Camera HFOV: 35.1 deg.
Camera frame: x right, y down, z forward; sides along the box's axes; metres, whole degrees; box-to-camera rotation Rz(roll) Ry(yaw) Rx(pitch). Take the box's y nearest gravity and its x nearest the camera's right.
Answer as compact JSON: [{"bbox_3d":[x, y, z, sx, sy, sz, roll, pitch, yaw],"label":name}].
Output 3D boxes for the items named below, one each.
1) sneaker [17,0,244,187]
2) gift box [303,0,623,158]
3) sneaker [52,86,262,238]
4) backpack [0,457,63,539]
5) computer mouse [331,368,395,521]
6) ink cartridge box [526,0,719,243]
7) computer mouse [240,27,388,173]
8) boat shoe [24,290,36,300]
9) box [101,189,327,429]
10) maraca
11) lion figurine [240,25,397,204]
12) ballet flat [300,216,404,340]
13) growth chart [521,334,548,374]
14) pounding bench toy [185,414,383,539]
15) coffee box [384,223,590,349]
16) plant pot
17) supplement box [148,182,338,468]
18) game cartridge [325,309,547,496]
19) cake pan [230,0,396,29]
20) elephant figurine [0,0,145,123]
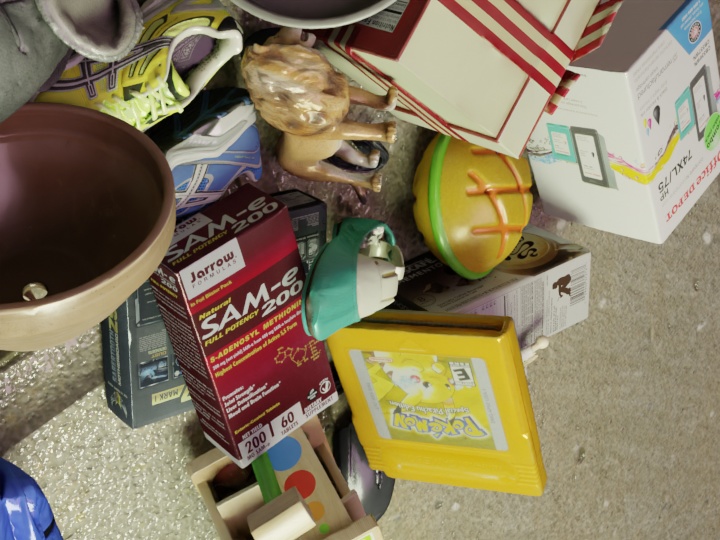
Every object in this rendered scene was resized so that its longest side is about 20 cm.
[{"bbox_3d":[-0.170,-0.133,0.828,0.200,0.076,0.076,-47,134,-11],"label":"sneaker"},{"bbox_3d":[0.088,-0.219,0.936,0.186,0.184,0.201,30,93,-41],"label":"gift box"},{"bbox_3d":[-0.152,-0.064,0.873,0.199,0.075,0.078,-34,125,-24],"label":"sneaker"},{"bbox_3d":[-0.306,0.198,0.809,0.167,0.162,0.202,-34,115,-35],"label":"backpack"},{"bbox_3d":[-0.013,0.186,1.121,0.139,0.046,0.202,-2,110,-40],"label":"computer mouse"},{"bbox_3d":[0.254,-0.159,1.117,0.147,0.145,0.201,-45,132,-26],"label":"ink cartridge box"},{"bbox_3d":[-0.036,-0.143,0.967,0.058,0.034,0.200,-31,141,13],"label":"computer mouse"},{"bbox_3d":[-0.308,0.021,0.785,0.199,0.067,0.073,21,95,-43],"label":"boat shoe"},{"bbox_3d":[-0.119,0.028,0.959,0.199,0.051,0.159,-16,119,-35],"label":"box"},{"bbox_3d":[0.110,-0.090,1.069,0.137,0.106,0.202,43,54,-46],"label":"maraca"},{"bbox_3d":[-0.037,-0.111,0.915,0.121,0.073,0.201,6,150,-4],"label":"lion figurine"},{"bbox_3d":[0.000,0.000,0.938,0.070,0.200,0.068,0,109,7],"label":"ballet flat"},{"bbox_3d":[0.108,0.139,1.140,0.144,0.018,0.200,-27,160,-18],"label":"growth chart"},{"bbox_3d":[-0.069,0.195,0.972,0.123,0.157,0.201,-26,143,-9],"label":"pounding bench toy"},{"bbox_3d":[0.116,0.027,1.115,0.199,0.113,0.081,-22,122,-31],"label":"coffee box"},{"bbox_3d":[-0.218,-0.014,0.744,0.200,0.201,0.093,-28,142,-28],"label":"plant pot"},{"bbox_3d":[-0.092,0.046,0.911,0.108,0.061,0.202,-33,129,-26],"label":"supplement box"},{"bbox_3d":[0.068,0.120,1.023,0.033,0.175,0.201,-59,142,-45],"label":"game cartridge"},{"bbox_3d":[-0.033,-0.272,0.832,0.202,0.199,0.037,-60,177,-1],"label":"cake pan"},{"bbox_3d":[-0.209,-0.178,0.740,0.199,0.141,0.156,-26,142,-40],"label":"elephant figurine"}]
